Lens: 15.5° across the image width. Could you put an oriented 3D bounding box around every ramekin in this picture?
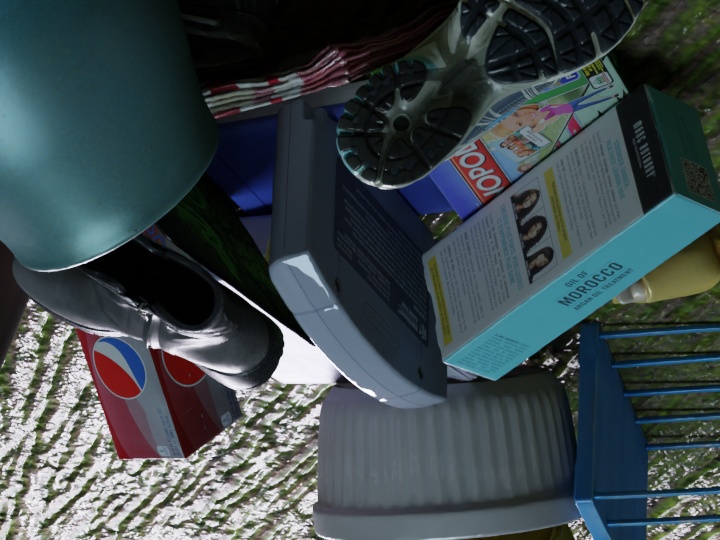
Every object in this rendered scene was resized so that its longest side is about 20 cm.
[{"bbox_3d":[0.062,0.128,1.881,0.199,0.106,0.200,-5,-178,0],"label":"ramekin"}]

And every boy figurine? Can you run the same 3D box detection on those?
[{"bbox_3d":[0.186,0.002,1.698,0.199,0.065,0.124,-13,-174,-1],"label":"boy figurine"}]

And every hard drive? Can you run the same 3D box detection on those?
[{"bbox_3d":[0.000,-0.073,1.678,0.199,0.026,0.132,-8,148,27],"label":"hard drive"}]

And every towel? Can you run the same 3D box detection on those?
[{"bbox_3d":[-0.051,-0.114,1.537,0.199,0.023,0.144,-13,-171,34],"label":"towel"}]

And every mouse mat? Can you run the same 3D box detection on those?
[{"bbox_3d":[-0.107,-0.044,1.623,0.008,0.200,0.161,-44,134,8],"label":"mouse mat"}]

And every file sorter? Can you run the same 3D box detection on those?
[{"bbox_3d":[0.233,0.141,1.899,0.122,0.140,0.200,-5,150,16],"label":"file sorter"}]

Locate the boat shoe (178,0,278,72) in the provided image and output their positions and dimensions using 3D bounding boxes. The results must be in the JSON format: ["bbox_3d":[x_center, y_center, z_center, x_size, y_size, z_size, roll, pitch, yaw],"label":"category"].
[{"bbox_3d":[-0.141,-0.141,1.541,0.199,0.071,0.072,-9,148,29],"label":"boat shoe"}]

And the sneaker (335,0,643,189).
[{"bbox_3d":[0.070,-0.119,1.476,0.199,0.078,0.086,-34,178,-2],"label":"sneaker"}]

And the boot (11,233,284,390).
[{"bbox_3d":[-0.144,-0.001,1.581,0.199,0.070,0.132,18,167,26],"label":"boot"}]

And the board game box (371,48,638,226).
[{"bbox_3d":[0.107,-0.080,1.597,0.134,0.029,0.200,-21,144,15],"label":"board game box"}]

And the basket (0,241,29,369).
[{"bbox_3d":[-0.297,0.019,1.746,0.179,0.201,0.136,17,151,-15],"label":"basket"}]

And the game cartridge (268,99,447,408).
[{"bbox_3d":[0.000,0.000,1.643,0.041,0.134,0.200,-16,144,21],"label":"game cartridge"}]

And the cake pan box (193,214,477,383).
[{"bbox_3d":[-0.038,0.024,1.806,0.183,0.053,0.200,-2,155,43],"label":"cake pan box"}]

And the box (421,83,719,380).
[{"bbox_3d":[0.125,-0.020,1.589,0.049,0.083,0.200,20,136,-38],"label":"box"}]

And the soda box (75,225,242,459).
[{"bbox_3d":[-0.147,0.021,1.729,0.063,0.070,0.201,-4,110,39],"label":"soda box"}]

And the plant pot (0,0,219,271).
[{"bbox_3d":[-0.176,-0.112,1.410,0.199,0.200,0.188,-14,123,36],"label":"plant pot"}]

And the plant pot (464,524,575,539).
[{"bbox_3d":[0.100,0.249,2.109,0.199,0.201,0.143,8,127,0],"label":"plant pot"}]
